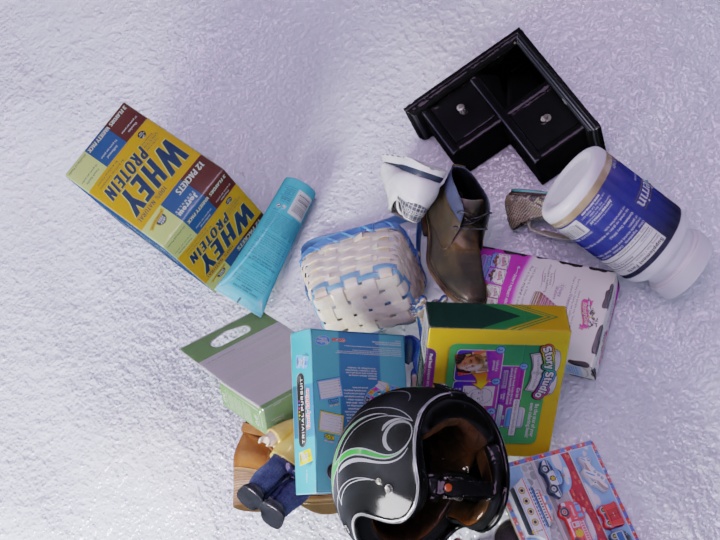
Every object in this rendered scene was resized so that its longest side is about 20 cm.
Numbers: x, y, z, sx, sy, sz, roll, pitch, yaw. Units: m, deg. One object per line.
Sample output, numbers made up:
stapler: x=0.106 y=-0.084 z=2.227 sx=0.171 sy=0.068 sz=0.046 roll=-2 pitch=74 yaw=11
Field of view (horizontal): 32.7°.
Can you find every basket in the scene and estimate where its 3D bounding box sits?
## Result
basket: x=0.000 y=0.000 z=1.678 sx=0.176 sy=0.139 sz=0.200 roll=-16 pitch=38 yaw=12

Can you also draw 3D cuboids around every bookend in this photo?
bookend: x=0.200 y=-0.195 z=1.707 sx=0.200 sy=0.092 sz=0.199 roll=-34 pitch=65 yaw=3

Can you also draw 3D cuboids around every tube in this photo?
tube: x=-0.129 y=-0.038 z=1.756 sx=0.077 sy=0.050 sz=0.200 roll=30 pitch=71 yaw=-10

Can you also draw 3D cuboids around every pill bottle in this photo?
pill bottle: x=0.340 y=-0.057 z=1.560 sx=0.200 sy=0.116 sz=0.116 roll=35 pitch=81 yaw=-11

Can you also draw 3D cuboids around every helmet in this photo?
helmet: x=0.058 y=0.237 z=1.429 sx=0.191 sy=0.200 sz=0.200 roll=-28 pitch=57 yaw=48

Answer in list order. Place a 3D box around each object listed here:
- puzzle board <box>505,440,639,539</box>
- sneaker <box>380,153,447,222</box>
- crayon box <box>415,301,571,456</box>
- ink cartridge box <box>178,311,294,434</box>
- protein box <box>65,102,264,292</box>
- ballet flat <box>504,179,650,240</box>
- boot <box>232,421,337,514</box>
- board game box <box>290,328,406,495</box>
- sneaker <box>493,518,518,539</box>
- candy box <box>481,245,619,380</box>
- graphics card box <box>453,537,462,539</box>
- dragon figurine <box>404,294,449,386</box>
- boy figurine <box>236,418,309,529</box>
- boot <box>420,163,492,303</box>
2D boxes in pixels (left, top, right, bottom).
puzzle board: x=0.262 y=0.312 z=1.495 sx=0.150 sy=0.017 sz=0.200 roll=-11 pitch=62 yaw=-23
sneaker: x=0.060 y=-0.112 z=1.675 sx=0.076 sy=0.200 sz=0.081 roll=15 pitch=94 yaw=-8
crayon box: x=0.158 y=0.136 z=1.515 sx=0.172 sy=0.200 sz=0.058 roll=2 pitch=34 yaw=-4
ink cartridge box: x=-0.132 y=0.133 z=1.670 sx=0.145 sy=0.048 sz=0.200 roll=-27 pitch=35 yaw=-32
protein box: x=-0.270 y=-0.100 z=1.751 sx=0.200 sy=0.199 sz=0.135 roll=34 pitch=82 yaw=24
ballet flat: x=0.294 y=-0.079 z=1.658 sx=0.200 sy=0.068 sz=0.075 roll=-3 pitch=90 yaw=20
boot: x=-0.074 y=0.243 z=1.641 sx=0.200 sy=0.077 sz=0.156 roll=-5 pitch=64 yaw=21
board game box: x=-0.011 y=0.178 z=1.541 sx=0.047 sy=0.151 sz=0.200 roll=-17 pitch=71 yaw=51
sneaker: x=0.220 y=0.387 z=1.485 sx=0.077 sy=0.082 sz=0.200 roll=-29 pitch=65 yaw=4
candy box: x=0.228 y=0.054 z=1.621 sx=0.200 sy=0.061 sz=0.137 roll=12 pitch=72 yaw=21
graphics card box: x=0.068 y=0.410 z=1.497 sx=0.200 sy=0.125 sz=0.051 roll=-43 pitch=72 yaw=-2
dragon figurine: x=0.084 y=0.119 z=1.606 sx=0.059 sy=0.200 sz=0.100 roll=0 pitch=46 yaw=-13
boy figurine: x=-0.064 y=0.235 z=1.559 sx=0.124 sy=0.064 sz=0.200 roll=39 pitch=58 yaw=8
boot: x=0.130 y=-0.046 z=1.593 sx=0.075 sy=0.097 sz=0.200 roll=2 pitch=44 yaw=-20
